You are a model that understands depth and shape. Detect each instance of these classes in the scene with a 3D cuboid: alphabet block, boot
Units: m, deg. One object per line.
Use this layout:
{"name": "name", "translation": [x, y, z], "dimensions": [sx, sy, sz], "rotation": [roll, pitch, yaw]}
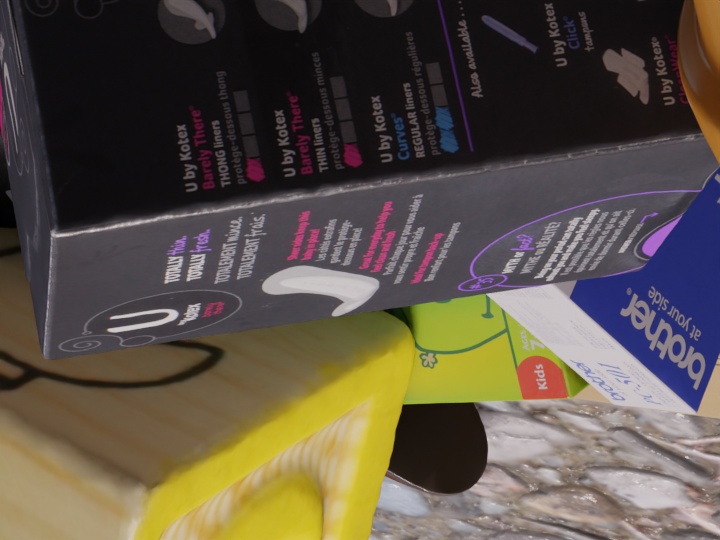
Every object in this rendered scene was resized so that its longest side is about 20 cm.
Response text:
{"name": "alphabet block", "translation": [-0.123, 0.091, 1.007], "dimensions": [0.199, 0.195, 0.197], "rotation": [25, 120, 23]}
{"name": "boot", "translation": [-0.038, 0.071, 1.219], "dimensions": [0.186, 0.064, 0.200], "rotation": [40, 152, 7]}

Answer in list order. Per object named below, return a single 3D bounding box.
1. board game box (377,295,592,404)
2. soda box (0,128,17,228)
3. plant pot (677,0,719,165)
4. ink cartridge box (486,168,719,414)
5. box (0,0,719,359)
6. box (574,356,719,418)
{"name": "board game box", "translation": [0.000, 0.000, 1.041], "dimensions": [0.199, 0.048, 0.102], "rotation": [-4, 108, 36]}
{"name": "soda box", "translation": [-0.160, -0.100, 0.913], "dimensions": [0.063, 0.071, 0.200], "rotation": [2, 146, 26]}
{"name": "plant pot", "translation": [0.149, -0.121, 0.631], "dimensions": [0.199, 0.201, 0.184], "rotation": [-6, 131, 39]}
{"name": "ink cartridge box", "translation": [0.070, -0.036, 0.930], "dimensions": [0.044, 0.094, 0.200], "rotation": [5, 153, 45]}
{"name": "box", "translation": [-0.005, -0.052, 0.774], "dimensions": [0.199, 0.107, 0.122], "rotation": [-9, 162, -12]}
{"name": "box", "translation": [0.116, 0.018, 1.099], "dimensions": [0.199, 0.021, 0.164], "rotation": [6, 152, 19]}
